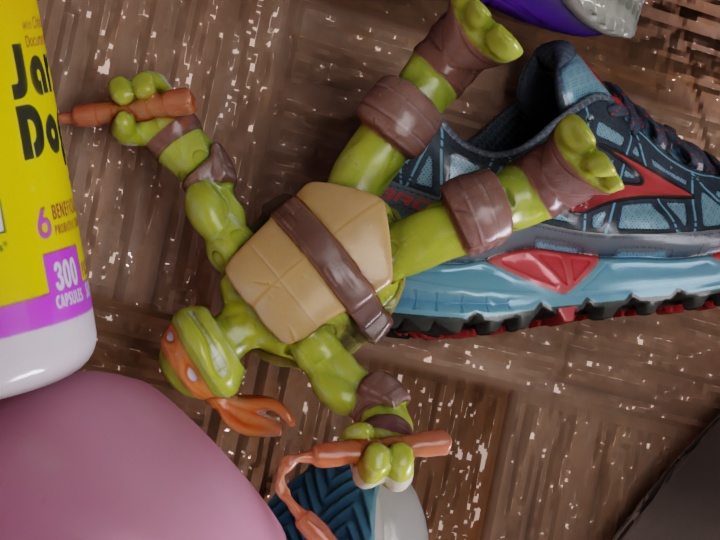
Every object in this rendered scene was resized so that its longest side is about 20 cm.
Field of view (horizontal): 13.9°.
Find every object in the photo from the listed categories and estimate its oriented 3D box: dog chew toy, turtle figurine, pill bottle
[{"bbox_3d":[-0.116,0.124,0.871,0.200,0.124,0.125,-43,111,-12],"label":"dog chew toy"},{"bbox_3d":[0.000,0.000,0.915,0.161,0.064,0.200,-37,68,-3],"label":"turtle figurine"},{"bbox_3d":[-0.143,-0.061,0.854,0.104,0.104,0.201,-13,97,-27],"label":"pill bottle"}]

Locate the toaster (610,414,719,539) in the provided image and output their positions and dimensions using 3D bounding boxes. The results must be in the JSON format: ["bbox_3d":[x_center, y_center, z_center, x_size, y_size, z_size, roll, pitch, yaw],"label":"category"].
[{"bbox_3d":[0.168,0.102,1.014,0.200,0.129,0.114,-48,113,-18],"label":"toaster"}]

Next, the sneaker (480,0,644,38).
[{"bbox_3d":[0.023,-0.124,0.960,0.200,0.099,0.070,15,83,-59],"label":"sneaker"}]

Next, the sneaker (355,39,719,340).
[{"bbox_3d":[0.087,-0.031,0.996,0.199,0.079,0.096,-7,93,-28],"label":"sneaker"}]

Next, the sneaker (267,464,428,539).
[{"bbox_3d":[0.006,0.155,0.966,0.081,0.076,0.201,-6,102,-35],"label":"sneaker"}]
